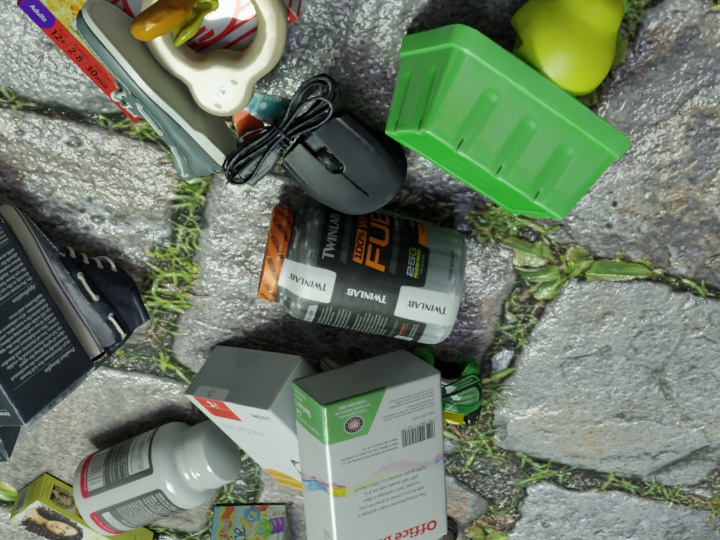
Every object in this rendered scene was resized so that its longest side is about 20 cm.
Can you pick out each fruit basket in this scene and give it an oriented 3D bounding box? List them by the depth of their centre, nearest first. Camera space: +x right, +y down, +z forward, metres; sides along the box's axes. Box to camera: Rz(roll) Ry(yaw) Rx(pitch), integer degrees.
[{"bbox_3d":[0.148,-0.170,0.958,0.214,0.155,0.217,-3,97,-22],"label":"fruit basket"}]

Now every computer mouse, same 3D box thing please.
[{"bbox_3d":[-0.021,-0.095,1.013,0.138,0.053,0.200,-40,148,21],"label":"computer mouse"}]

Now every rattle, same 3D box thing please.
[{"bbox_3d":[-0.112,-0.158,0.901,0.129,0.143,0.201,-15,127,-8],"label":"rattle"}]

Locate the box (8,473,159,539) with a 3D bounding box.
[{"bbox_3d":[-0.383,0.361,1.512,0.200,0.050,0.075,36,125,-27],"label":"box"}]

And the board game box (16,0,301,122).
[{"bbox_3d":[-0.175,-0.239,0.950,0.199,0.046,0.152,-27,126,25],"label":"board game box"}]

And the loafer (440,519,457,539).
[{"bbox_3d":[0.042,0.353,1.469,0.199,0.063,0.072,18,131,-12],"label":"loafer"}]

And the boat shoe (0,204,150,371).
[{"bbox_3d":[-0.311,0.003,1.174,0.075,0.093,0.201,-7,115,55],"label":"boat shoe"}]

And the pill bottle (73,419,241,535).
[{"bbox_3d":[-0.254,0.257,1.366,0.199,0.111,0.111,-23,127,23],"label":"pill bottle"}]

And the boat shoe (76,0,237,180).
[{"bbox_3d":[-0.188,-0.151,0.952,0.062,0.073,0.200,-26,133,20],"label":"boat shoe"}]

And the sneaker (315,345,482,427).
[{"bbox_3d":[0.046,0.120,1.261,0.199,0.078,0.086,7,109,1],"label":"sneaker"}]

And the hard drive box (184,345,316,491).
[{"bbox_3d":[-0.083,0.181,1.266,0.155,0.077,0.200,2,141,46],"label":"hard drive box"}]

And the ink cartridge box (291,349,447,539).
[{"bbox_3d":[0.012,0.206,1.177,0.144,0.084,0.201,-13,110,-26],"label":"ink cartridge box"}]

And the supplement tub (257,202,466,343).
[{"bbox_3d":[0.000,0.000,1.108,0.199,0.123,0.123,11,132,-7],"label":"supplement tub"}]

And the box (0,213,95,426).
[{"bbox_3d":[-0.398,0.056,1.128,0.147,0.104,0.201,-7,117,43],"label":"box"}]

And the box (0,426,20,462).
[{"bbox_3d":[-0.509,0.154,1.279,0.199,0.123,0.106,-5,133,7],"label":"box"}]

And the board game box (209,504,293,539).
[{"bbox_3d":[-0.145,0.432,1.524,0.102,0.105,0.201,-2,133,5],"label":"board game box"}]
